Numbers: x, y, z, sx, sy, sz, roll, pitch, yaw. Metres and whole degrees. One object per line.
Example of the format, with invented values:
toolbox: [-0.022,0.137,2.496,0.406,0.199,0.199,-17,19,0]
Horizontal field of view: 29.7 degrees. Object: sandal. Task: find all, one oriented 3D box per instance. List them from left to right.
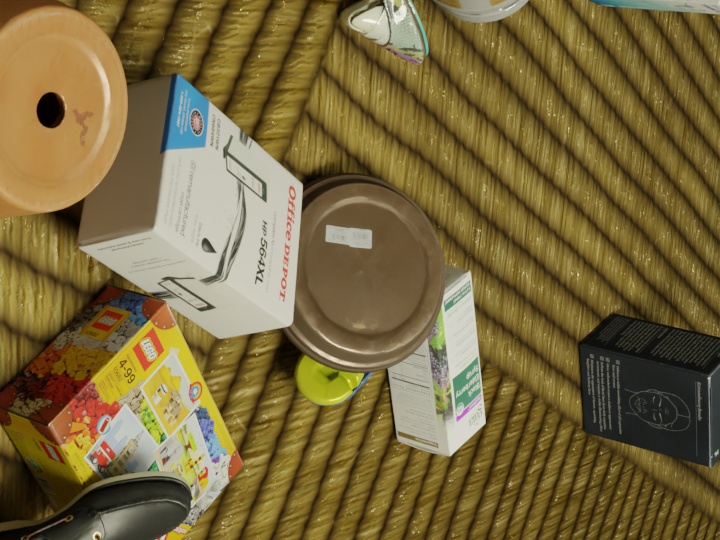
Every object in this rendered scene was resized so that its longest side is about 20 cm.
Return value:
sandal: [0.003,0.069,1.395,0.200,0.080,0.087,-40,169,-23]

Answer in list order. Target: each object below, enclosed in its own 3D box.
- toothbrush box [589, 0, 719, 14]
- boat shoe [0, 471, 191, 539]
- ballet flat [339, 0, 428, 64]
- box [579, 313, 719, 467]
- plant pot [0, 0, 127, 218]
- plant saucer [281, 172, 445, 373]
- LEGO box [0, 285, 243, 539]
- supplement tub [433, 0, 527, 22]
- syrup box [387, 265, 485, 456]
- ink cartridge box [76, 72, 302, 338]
toothbrush box: [0.378,-0.398,1.670,0.085,0.199,0.147,1,101,-54]
boat shoe: [-0.224,0.218,1.064,0.200,0.063,0.074,-19,125,-9]
ballet flat: [0.006,-0.281,1.324,0.071,0.069,0.201,-33,124,-21]
box: [0.420,0.165,1.901,0.107,0.199,0.149,-34,127,-43]
plant pot: [-0.258,-0.120,0.940,0.200,0.139,0.201,-19,115,-49]
plant saucer: [0.000,0.000,1.335,0.199,0.029,0.201,4,80,-24]
LEGO box: [-0.200,0.140,1.151,0.149,0.077,0.201,-49,136,-33]
supplement tub: [0.108,-0.343,1.338,0.200,0.144,0.145,49,60,-70]
syrup box: [0.082,0.099,1.520,0.079,0.081,0.201,-34,125,-43]
ink cartridge box: [-0.135,-0.049,1.141,0.200,0.084,0.147,38,48,-51]
